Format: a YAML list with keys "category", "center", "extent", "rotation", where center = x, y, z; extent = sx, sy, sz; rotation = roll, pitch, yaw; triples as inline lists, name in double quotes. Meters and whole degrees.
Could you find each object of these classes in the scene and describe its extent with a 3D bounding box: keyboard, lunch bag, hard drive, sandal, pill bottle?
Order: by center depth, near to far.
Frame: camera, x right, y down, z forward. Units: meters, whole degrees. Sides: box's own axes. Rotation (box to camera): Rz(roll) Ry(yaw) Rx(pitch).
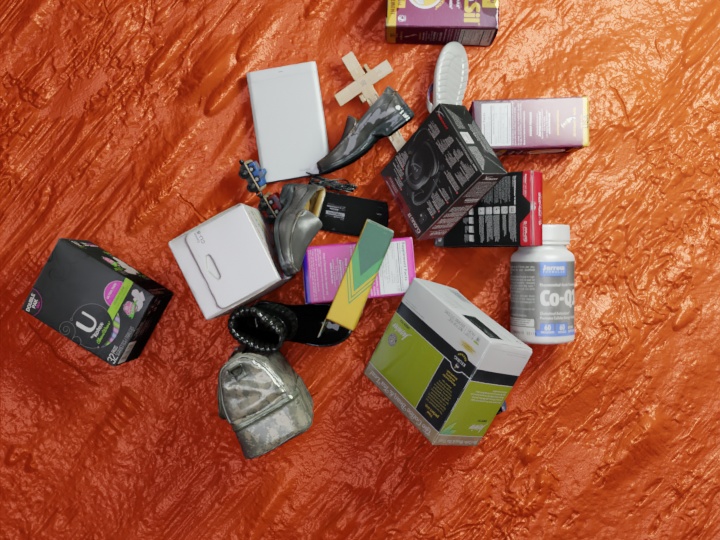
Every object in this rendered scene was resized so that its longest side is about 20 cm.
- category: "lunch bag"
  center: [-0.174, 0.210, 1.325]
  extent: [0.138, 0.200, 0.170]
  rotation: [-26, 93, 0]
- category: "pill bottle"
  center: [0.320, 0.023, 1.335]
  extent: [0.112, 0.114, 0.204]
  rotation: [-1, 92, 3]
- category: "sandal"
  center: [0.146, -0.308, 1.365]
  extent: [0.049, 0.082, 0.207]
  rotation: [11, 95, 45]
- category: "hard drive"
  center: [-0.131, -0.270, 1.395]
  extent: [0.129, 0.026, 0.204]
  rotation: [-9, 90, 3]
- category: "keyboard"
  center: [-0.042, -0.123, 1.397]
  extent: [0.196, 0.040, 0.106]
  rotation: [10, 115, 2]

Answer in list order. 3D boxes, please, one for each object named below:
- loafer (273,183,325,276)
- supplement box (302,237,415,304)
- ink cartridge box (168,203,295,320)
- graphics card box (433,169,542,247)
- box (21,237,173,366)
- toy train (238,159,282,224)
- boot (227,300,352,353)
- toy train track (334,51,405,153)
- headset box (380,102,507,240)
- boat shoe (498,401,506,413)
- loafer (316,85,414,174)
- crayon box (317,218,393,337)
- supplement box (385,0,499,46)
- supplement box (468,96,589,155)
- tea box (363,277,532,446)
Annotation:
- category: "loafer"
  center: [-0.102, -0.078, 1.288]
  extent: [0.071, 0.073, 0.202]
  rotation: [-9, 50, 13]
- category: "supplement box"
  center: [0.000, 0.000, 1.357]
  extent: [0.196, 0.101, 0.105]
  rotation: [-4, 91, 2]
- category: "ink cartridge box"
  center: [-0.216, -0.016, 1.317]
  extent: [0.143, 0.200, 0.147]
  rotation: [-28, 90, 3]
- category: "graphics card box"
  center: [0.219, -0.103, 1.318]
  extent: [0.198, 0.050, 0.128]
  rotation: [0, 92, 39]
- category: "box"
  center: [-0.470, 0.054, 1.370]
  extent: [0.198, 0.124, 0.150]
  rotation: [31, 91, 3]
- category: "toy train"
  center: [-0.159, -0.117, 1.379]
  extent: [0.045, 0.034, 0.202]
  rotation: [-28, 99, 15]
- category: "boot"
  center: [-0.119, 0.100, 1.336]
  extent: [0.207, 0.158, 0.081]
  rotation: [3, 92, 3]
- category: "toy train track"
  center: [0.027, -0.303, 1.385]
  extent: [0.114, 0.033, 0.202]
  rotation: [-32, 97, 3]
- category: "headset box"
  center: [0.132, -0.160, 1.300]
  extent: [0.200, 0.076, 0.150]
  rotation: [-47, 62, 40]
- category: "boat shoe"
  center: [0.206, 0.169, 1.354]
  extent: [0.074, 0.093, 0.202]
  rotation: [-28, 90, 3]
- category: "loafer"
  center: [-0.002, -0.245, 1.348]
  extent: [0.199, 0.073, 0.073]
  rotation: [-35, 92, 5]
- category: "crayon box"
  center: [-0.005, 0.021, 1.244]
  extent: [0.051, 0.126, 0.203]
  rotation: [23, 92, 2]
- category: "supplement box"
  center: [0.143, -0.476, 1.337]
  extent: [0.196, 0.103, 0.134]
  rotation: [1, 90, 2]
- category: "supplement box"
  center: [0.289, -0.251, 1.331]
  extent: [0.196, 0.110, 0.087]
  rotation: [-2, 93, 3]
- category: "tea box"
  center: [0.143, 0.155, 1.277]
  extent: [0.200, 0.133, 0.199]
  rotation: [42, 108, 42]
